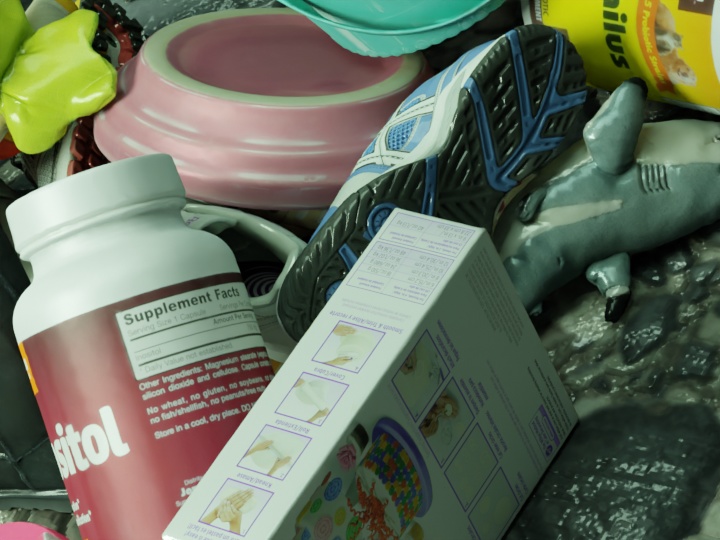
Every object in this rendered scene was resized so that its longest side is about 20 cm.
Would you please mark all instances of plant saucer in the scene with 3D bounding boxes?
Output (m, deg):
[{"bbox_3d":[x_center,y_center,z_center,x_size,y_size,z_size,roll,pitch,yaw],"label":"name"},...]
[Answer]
[{"bbox_3d":[-0.042,-0.092,1.530,0.200,0.051,0.201,3,24,-1],"label":"plant saucer"}]

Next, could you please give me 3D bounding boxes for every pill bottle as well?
[{"bbox_3d":[0.182,-0.134,1.455,0.200,0.109,0.109,17,59,48],"label":"pill bottle"},{"bbox_3d":[-0.098,0.053,1.374,0.113,0.113,0.201,-20,84,10],"label":"pill bottle"}]

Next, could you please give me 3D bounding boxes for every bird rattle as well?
[{"bbox_3d":[-0.203,-0.074,1.562,0.200,0.112,0.163,-60,3,26],"label":"bird rattle"}]

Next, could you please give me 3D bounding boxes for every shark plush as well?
[{"bbox_3d":[0.110,-0.012,1.429,0.200,0.091,0.083,-39,77,-21],"label":"shark plush"}]

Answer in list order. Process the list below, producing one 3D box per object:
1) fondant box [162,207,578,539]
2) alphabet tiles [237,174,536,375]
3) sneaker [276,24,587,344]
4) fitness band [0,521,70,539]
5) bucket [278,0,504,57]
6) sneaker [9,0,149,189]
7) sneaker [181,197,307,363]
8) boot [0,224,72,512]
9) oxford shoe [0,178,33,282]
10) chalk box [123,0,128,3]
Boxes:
[{"bbox_3d":[0.010,0.093,1.323,0.058,0.144,0.200,14,57,36],"label":"fondant box"},{"bbox_3d":[0.000,0.000,1.520,0.199,0.008,0.167,14,58,37],"label":"alphabet tiles"},{"bbox_3d":[0.032,-0.037,1.428,0.200,0.076,0.077,-46,17,-12],"label":"sneaker"},{"bbox_3d":[-0.180,0.206,1.368,0.144,0.037,0.200,-39,37,26],"label":"fitness band"},{"bbox_3d":[0.011,-0.219,1.492,0.207,0.135,0.208,-27,40,26],"label":"bucket"},{"bbox_3d":[-0.158,-0.064,1.632,0.082,0.078,0.200,-35,38,28],"label":"sneaker"},{"bbox_3d":[-0.095,-0.016,1.484,0.199,0.100,0.075,15,74,24],"label":"sneaker"},{"bbox_3d":[-0.223,0.041,1.458,0.164,0.200,0.066,-6,47,23],"label":"boot"},{"bbox_3d":[-0.232,-0.038,1.647,0.075,0.058,0.200,-35,44,-8],"label":"oxford shoe"},{"bbox_3d":[-0.129,-0.285,1.719,0.124,0.200,0.124,-17,44,13],"label":"chalk box"}]
